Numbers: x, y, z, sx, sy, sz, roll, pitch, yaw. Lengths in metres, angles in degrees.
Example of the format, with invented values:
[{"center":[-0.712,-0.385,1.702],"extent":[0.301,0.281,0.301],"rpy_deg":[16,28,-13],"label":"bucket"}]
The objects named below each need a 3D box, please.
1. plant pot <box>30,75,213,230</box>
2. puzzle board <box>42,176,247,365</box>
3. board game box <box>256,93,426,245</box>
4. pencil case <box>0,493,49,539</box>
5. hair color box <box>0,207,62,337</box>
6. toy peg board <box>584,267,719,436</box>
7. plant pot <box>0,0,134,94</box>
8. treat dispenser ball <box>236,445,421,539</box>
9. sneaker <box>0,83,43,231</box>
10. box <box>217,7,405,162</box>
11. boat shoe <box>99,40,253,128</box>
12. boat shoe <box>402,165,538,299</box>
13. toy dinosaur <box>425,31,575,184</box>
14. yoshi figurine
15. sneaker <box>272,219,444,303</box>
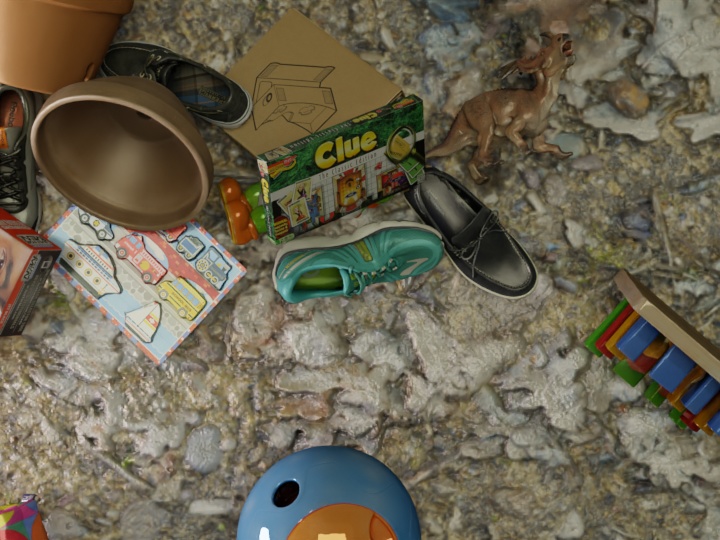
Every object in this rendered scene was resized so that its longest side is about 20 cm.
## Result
[{"center":[-0.247,-0.144,1.326],"extent":[0.199,0.201,0.093],"rpy_deg":[20,51,-3],"label":"plant pot"},{"center":[-0.252,-0.013,1.397],"extent":[0.200,0.017,0.151],"rpy_deg":[43,85,-1],"label":"puzzle board"},{"center":[-0.016,-0.109,1.302],"extent":[0.199,0.023,0.106],"rpy_deg":[-25,128,-24],"label":"board game box"},{"center":[-0.369,0.349,1.342],"extent":[0.088,0.088,0.202],"rpy_deg":[-19,87,-5],"label":"pencil case"},{"center":[-0.436,-0.026,1.322],"extent":[0.199,0.064,0.112],"rpy_deg":[31,100,14],"label":"hair color box"},{"center":[0.346,0.111,1.356],"extent":[0.200,0.199,0.098],"rpy_deg":[40,101,-2],"label":"toy peg board"},{"center":[-0.352,-0.275,1.324],"extent":[0.198,0.200,0.141],"rpy_deg":[14,102,-3],"label":"plant pot"},{"center":[-0.033,0.291,1.307],"extent":[0.199,0.201,0.203],"rpy_deg":[0,87,-4],"label":"treat dispenser ball"},{"center":[-0.397,-0.118,1.361],"extent":[0.073,0.079,0.202],"rpy_deg":[1,89,-6],"label":"sneaker"},{"center":[-0.070,-0.189,1.362],"extent":[0.164,0.021,0.200],"rpy_deg":[-45,57,-5],"label":"box"},{"center":[-0.212,-0.217,1.364],"extent":[0.199,0.057,0.069],"rpy_deg":[21,83,17],"label":"boat shoe"},{"center":[0.128,-0.043,1.405],"extent":[0.075,0.062,0.200],"rpy_deg":[-44,92,-7],"label":"boat shoe"},{"center":[0.164,-0.185,1.408],"extent":[0.198,0.086,0.137],"rpy_deg":[-17,78,11],"label":"toy dinosaur"},{"center":[-0.059,-0.100,1.373],"extent":[0.198,0.112,0.113],"rpy_deg":[-13,82,-8],"label":"yoshi figurine"},{"center":[0.000,0.000,1.376],"extent":[0.198,0.080,0.078],"rpy_deg":[-12,121,0],"label":"sneaker"}]
